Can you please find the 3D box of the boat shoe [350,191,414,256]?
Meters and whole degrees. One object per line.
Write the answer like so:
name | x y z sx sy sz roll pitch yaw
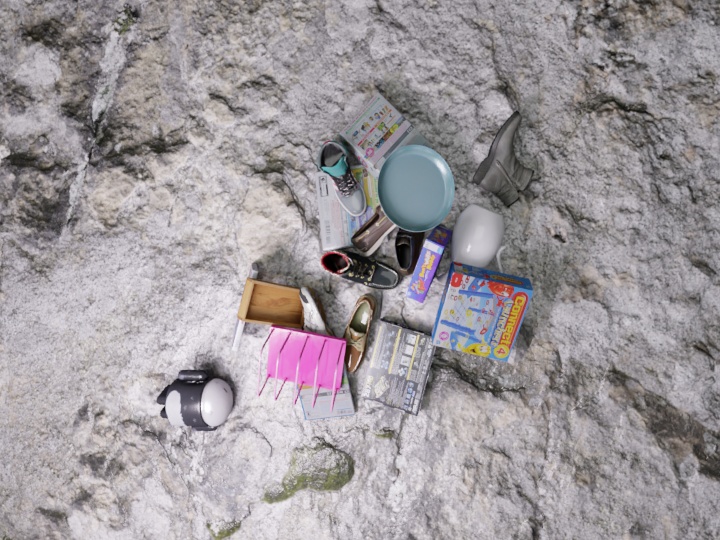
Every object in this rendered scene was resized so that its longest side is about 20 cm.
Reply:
boat shoe | 0.056 -0.130 1.300 0.059 0.072 0.201 37 100 -24

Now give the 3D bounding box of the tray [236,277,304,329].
tray | -0.209 0.086 1.323 0.036 0.196 0.102 18 93 46

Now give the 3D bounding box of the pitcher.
pitcher | 0.293 -0.042 1.269 0.166 0.121 0.207 20 104 5

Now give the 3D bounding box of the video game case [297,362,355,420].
video game case | -0.098 0.289 1.353 0.138 0.018 0.207 -8 109 10

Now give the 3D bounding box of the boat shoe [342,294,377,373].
boat shoe | -0.012 0.161 1.341 0.073 0.074 0.208 15 93 9

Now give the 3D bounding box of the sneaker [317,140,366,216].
sneaker | -0.046 -0.235 1.296 0.082 0.121 0.205 -27 86 8

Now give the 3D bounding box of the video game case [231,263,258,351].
video game case | -0.299 0.090 1.357 0.017 0.143 0.207 14 94 -14

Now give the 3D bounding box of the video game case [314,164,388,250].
video game case | -0.023 -0.165 1.365 0.175 0.022 0.209 -7 89 10

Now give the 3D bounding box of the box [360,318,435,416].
box | 0.098 0.245 1.337 0.155 0.049 0.208 14 93 7

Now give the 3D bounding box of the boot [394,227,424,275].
boot | 0.123 -0.090 1.303 0.072 0.097 0.209 3 92 9

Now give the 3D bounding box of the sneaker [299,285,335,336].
sneaker | -0.125 0.143 1.342 0.085 0.076 0.206 -20 101 8

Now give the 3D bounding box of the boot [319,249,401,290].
boot | -0.001 0.001 1.296 0.197 0.154 0.076 20 94 9

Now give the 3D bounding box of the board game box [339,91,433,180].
board game box | 0.063 -0.316 1.315 0.148 0.064 0.200 -44 86 -5

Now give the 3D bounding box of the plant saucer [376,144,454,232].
plant saucer | 0.131 -0.195 1.261 0.192 0.027 0.209 0 88 -11

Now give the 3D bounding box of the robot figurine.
robot figurine | -0.436 0.348 1.394 0.192 0.152 0.129 -2 61 10

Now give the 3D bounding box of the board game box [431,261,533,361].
board game box | 0.284 0.100 1.247 0.188 0.056 0.206 12 117 0

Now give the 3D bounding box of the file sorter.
file sorter | -0.143 0.240 1.264 0.192 0.126 0.144 10 111 3

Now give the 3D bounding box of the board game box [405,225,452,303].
board game box | 0.164 -0.021 1.232 0.043 0.200 0.139 22 108 9

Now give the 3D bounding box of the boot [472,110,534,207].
boot | 0.371 -0.269 1.282 0.128 0.068 0.204 29 103 3
